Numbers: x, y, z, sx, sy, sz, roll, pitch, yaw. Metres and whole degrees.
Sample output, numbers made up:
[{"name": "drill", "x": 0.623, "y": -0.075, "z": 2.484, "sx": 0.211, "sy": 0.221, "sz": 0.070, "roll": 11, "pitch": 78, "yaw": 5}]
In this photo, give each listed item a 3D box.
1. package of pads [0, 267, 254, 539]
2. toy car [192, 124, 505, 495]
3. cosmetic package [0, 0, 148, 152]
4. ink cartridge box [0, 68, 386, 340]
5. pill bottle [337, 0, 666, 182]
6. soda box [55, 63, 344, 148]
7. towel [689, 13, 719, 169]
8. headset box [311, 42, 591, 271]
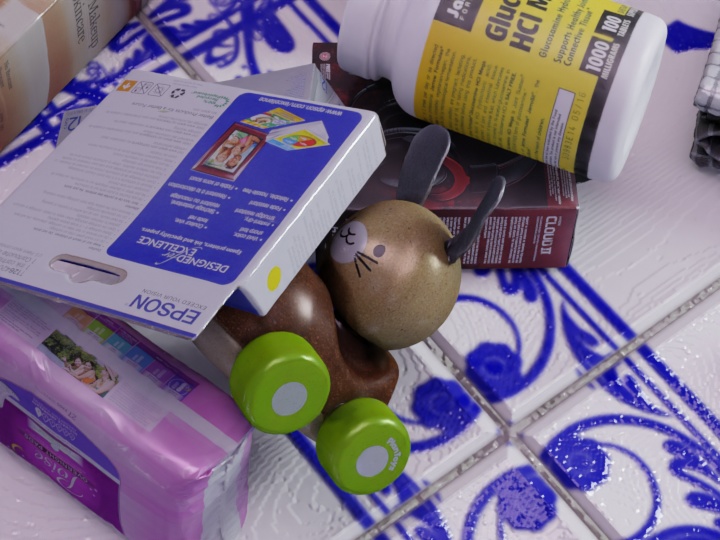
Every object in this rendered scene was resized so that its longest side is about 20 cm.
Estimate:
[{"name": "package of pads", "x": -0.157, "y": 0.089, "z": 1.086, "sx": 0.199, "sy": 0.121, "sz": 0.076, "roll": 33, "pitch": 52, "yaw": 18}, {"name": "toy car", "x": 0.000, "y": 0.000, "z": 1.076, "sx": 0.200, "sy": 0.158, "sz": 0.164, "roll": -47, "pitch": 38, "yaw": 4}, {"name": "cosmetic package", "x": -0.234, "y": -0.195, "z": 1.279, "sx": 0.087, "sy": 0.104, "sz": 0.201, "roll": 31, "pitch": 63, "yaw": 15}, {"name": "ink cartridge box", "x": -0.114, "y": -0.035, "z": 1.050, "sx": 0.196, "sy": 0.047, "sz": 0.201, "roll": 14, "pitch": 51, "yaw": 31}, {"name": "pill bottle", "x": 0.091, "y": -0.141, "z": 1.157, "sx": 0.198, "sy": 0.113, "sz": 0.113, "roll": 20, "pitch": 59, "yaw": 11}, {"name": "soda box", "x": -0.106, "y": -0.078, "z": 1.180, "sx": 0.198, "sy": 0.068, "sz": 0.064, "roll": -7, "pitch": 57, "yaw": 24}, {"name": "towel", "x": 0.332, "y": -0.145, "z": 1.279, "sx": 0.164, "sy": 0.086, "sz": 0.201, "roll": 17, "pitch": 57, "yaw": 7}, {"name": "headset box", "x": 0.065, "y": -0.081, "z": 1.231, "sx": 0.197, "sy": 0.075, "sz": 0.150, "roll": 0, "pitch": 57, "yaw": -2}]
